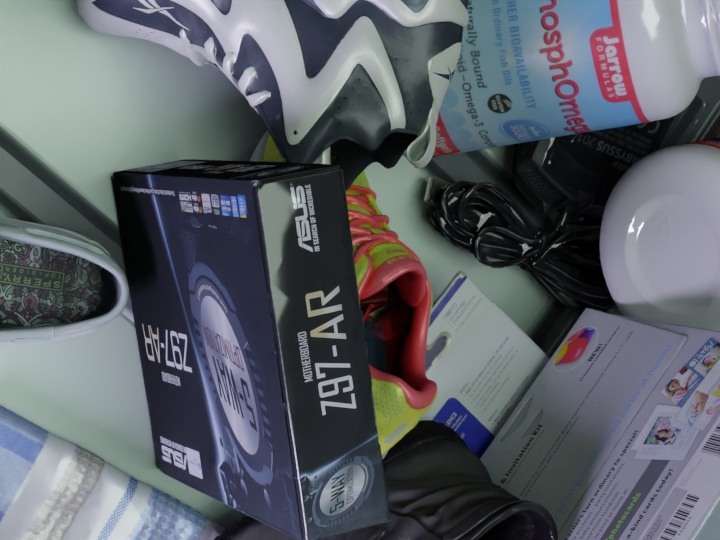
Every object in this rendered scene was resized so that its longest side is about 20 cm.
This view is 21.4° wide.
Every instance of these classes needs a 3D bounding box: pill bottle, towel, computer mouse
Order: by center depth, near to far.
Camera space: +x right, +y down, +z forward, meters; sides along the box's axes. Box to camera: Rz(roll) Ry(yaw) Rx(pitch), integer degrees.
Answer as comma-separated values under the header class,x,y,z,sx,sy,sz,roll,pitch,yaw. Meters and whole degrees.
class,x,y,z,sx,sy,sz,roll,pitch,yaw
pill bottle,0.107,-0.124,0.972,0.198,0.109,0.110,-8,100,19
towel,-0.145,0.173,0.973,0.199,0.024,0.148,34,78,-24
pill bottle,0.230,-0.024,1.072,0.199,0.112,0.113,-13,100,-48
computer mouse,0.125,-0.088,1.075,0.138,0.053,0.201,25,95,-27

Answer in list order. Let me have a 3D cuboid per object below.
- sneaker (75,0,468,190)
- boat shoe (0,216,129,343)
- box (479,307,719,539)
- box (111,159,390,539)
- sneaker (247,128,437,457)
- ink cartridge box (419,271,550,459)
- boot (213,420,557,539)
class,x,y,z,sx,sy,sz,roll,pitch,yaw
sneaker,-0.047,-0.089,0.924,0.197,0.079,0.131,2,83,8
boat shoe,-0.205,-0.001,0.904,0.199,0.071,0.071,4,92,-26
box,0.134,0.098,0.945,0.041,0.200,0.156,42,75,-23
box,-0.057,0.030,0.908,0.043,0.200,0.162,-11,99,-24
sneaker,0.000,0.000,0.965,0.078,0.090,0.201,5,63,-39
ink cartridge box,0.083,0.100,1.062,0.200,0.039,0.100,46,74,-23
boot,-0.008,0.156,0.938,0.200,0.132,0.070,-40,113,-3
